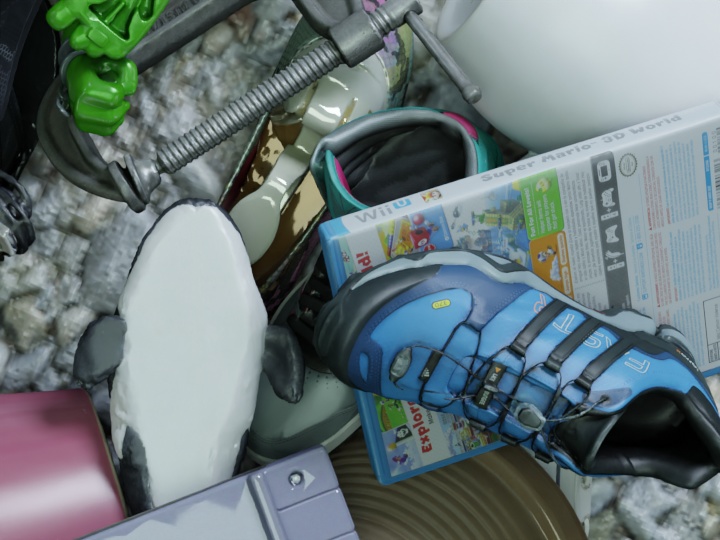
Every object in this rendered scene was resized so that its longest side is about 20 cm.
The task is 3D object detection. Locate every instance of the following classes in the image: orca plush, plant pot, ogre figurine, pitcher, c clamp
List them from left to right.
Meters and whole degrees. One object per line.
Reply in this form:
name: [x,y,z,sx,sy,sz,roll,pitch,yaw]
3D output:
plant pot: [-0.204,0.143,0.893,0.179,0.200,0.200,-15,99,-13]
ogre figurine: [-0.112,-0.174,0.863,0.098,0.120,0.200,-11,109,-7]
orca plush: [-0.073,0.068,0.871,0.105,0.071,0.200,-16,90,-1]
c clamp: [-0.062,-0.092,0.871,0.200,0.171,0.027,-29,138,4]
plant pot: [0.011,0.171,0.896,0.200,0.093,0.201,3,97,27]
pitcher: [0.128,-0.072,0.884,0.200,0.121,0.172,30,89,-14]

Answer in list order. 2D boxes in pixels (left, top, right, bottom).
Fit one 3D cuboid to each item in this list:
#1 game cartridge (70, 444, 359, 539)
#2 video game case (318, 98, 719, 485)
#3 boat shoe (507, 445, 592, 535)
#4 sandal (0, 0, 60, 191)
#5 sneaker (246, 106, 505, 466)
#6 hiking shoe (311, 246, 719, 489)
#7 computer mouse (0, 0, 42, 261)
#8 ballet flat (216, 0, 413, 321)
game cartridge: [-0.086,0.172,0.805,0.200,0.038,0.130,-21,86,-13]
video game case: [0.089,0.011,0.845,0.200,0.018,0.143,-18,124,-9]
boat shoe: [0.088,0.087,0.935,0.072,0.066,0.200,-2,96,33]
sandal: [-0.201,-0.063,0.922,0.075,0.048,0.201,14,98,-2]
sneaker: [0.000,0.000,0.869,0.084,0.121,0.200,31,79,19]
hiking shoe: [0.078,0.045,0.796,0.200,0.087,0.075,10,115,-24]
computer mouse: [-0.191,-0.111,0.826,0.138,0.053,0.200,36,122,29]
ballet flat: [-0.031,-0.056,0.911,0.069,0.071,0.200,29,97,2]
